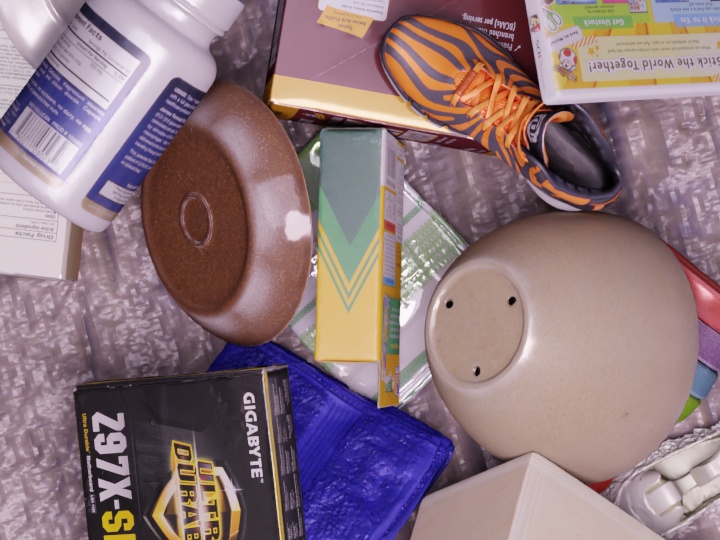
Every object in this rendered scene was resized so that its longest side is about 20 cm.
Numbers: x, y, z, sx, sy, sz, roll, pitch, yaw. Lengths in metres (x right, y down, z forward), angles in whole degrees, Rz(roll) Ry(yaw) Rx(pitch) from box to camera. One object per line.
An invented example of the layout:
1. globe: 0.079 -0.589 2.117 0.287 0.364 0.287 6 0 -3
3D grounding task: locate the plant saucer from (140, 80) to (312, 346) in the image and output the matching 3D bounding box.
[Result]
1. plant saucer: -0.110 -0.040 1.696 0.036 0.200 0.202 -11 87 -38

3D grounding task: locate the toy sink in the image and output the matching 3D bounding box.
1. toy sink: 0.143 0.241 1.640 0.200 0.130 0.113 35 53 -23

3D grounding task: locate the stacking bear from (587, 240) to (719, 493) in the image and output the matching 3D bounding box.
1. stacking bear: 0.199 0.086 1.703 0.121 0.114 0.200 39 98 12

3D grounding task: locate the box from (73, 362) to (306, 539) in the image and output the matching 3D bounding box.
1. box: -0.122 0.175 1.660 0.159 0.049 0.202 -5 90 23

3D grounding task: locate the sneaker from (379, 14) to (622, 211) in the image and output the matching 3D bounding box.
1. sneaker: 0.106 -0.115 1.576 0.199 0.112 0.078 33 88 -6

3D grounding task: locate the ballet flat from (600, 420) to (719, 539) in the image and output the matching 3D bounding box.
1. ballet flat: 0.250 0.154 1.716 0.199 0.072 0.072 -32 87 4

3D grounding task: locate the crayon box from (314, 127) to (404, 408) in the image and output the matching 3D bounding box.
1. crayon box: 0.000 0.000 1.683 0.051 0.126 0.202 0 88 8

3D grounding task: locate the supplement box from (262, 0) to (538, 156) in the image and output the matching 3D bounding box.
1. supplement box: 0.038 -0.201 1.691 0.196 0.133 0.202 10 90 -6

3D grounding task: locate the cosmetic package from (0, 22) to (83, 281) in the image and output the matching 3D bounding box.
1. cosmetic package: -0.261 -0.095 1.758 0.104 0.071 0.202 8 89 3

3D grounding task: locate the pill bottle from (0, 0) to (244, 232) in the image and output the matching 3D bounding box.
1. pill bottle: -0.175 -0.138 1.658 0.111 0.111 0.200 38 95 4

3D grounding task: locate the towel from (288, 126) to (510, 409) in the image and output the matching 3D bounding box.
1. towel: 0.001 -0.002 1.757 0.149 0.031 0.200 -43 86 2

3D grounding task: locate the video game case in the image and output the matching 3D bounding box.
1. video game case: 0.194 -0.209 1.566 0.199 0.023 0.183 -5 83 -32

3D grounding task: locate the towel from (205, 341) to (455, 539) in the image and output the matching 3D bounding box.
1. towel: -0.047 0.136 1.704 0.199 0.050 0.148 28 61 18

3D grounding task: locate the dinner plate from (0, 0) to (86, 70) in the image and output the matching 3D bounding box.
1. dinner plate: -0.188 -0.230 1.722 0.199 0.024 0.202 2 86 -33

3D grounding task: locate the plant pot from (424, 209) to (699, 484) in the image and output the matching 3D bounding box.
1. plant pot: 0.122 0.048 1.618 0.199 0.134 0.202 -9 77 40
